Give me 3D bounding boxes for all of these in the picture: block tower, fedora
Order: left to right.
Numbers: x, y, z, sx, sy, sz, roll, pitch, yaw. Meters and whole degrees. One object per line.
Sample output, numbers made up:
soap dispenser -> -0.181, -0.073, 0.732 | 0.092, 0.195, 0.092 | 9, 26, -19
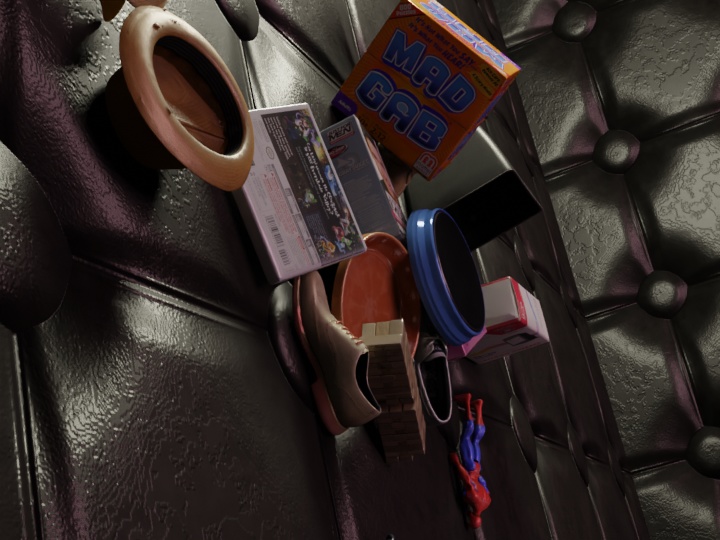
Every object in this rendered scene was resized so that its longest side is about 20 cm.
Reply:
fedora -> -0.184, -0.154, 1.035 | 0.201, 0.081, 0.202 | 46, 32, -40
block tower -> 0.042, 0.150, 1.333 | 0.058, 0.054, 0.201 | -85, 166, -52

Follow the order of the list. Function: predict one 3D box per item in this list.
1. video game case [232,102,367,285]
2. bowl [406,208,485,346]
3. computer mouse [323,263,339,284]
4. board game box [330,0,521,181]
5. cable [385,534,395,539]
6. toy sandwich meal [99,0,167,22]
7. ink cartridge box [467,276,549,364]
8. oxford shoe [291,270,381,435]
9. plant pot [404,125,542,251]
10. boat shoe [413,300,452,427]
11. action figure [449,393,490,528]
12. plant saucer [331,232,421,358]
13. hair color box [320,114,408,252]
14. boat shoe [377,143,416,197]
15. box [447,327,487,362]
video game case -> -0.084, -0.096, 1.258 | 0.181, 0.023, 0.201 | -20, 87, -54
bowl -> 0.125, 0.005, 1.518 | 0.201, 0.039, 0.202 | 52, 27, -41
computer mouse -> 0.000, 0.000, 1.453 | 0.201, 0.046, 0.141 | 63, 21, -20
board game box -> 0.109, -0.294, 1.702 | 0.199, 0.200, 0.200 | 39, 20, 3
cable -> 0.054, 0.408, 1.196 | 0.201, 0.050, 0.163 | 67, 19, -12
toy sandwich meal -> -0.256, -0.340, 1.046 | 0.205, 0.070, 0.207 | -17, 90, -75
ink cartridge box -> 0.230, 0.090, 1.858 | 0.200, 0.147, 0.086 | 32, 42, -60
oxford shoe -> -0.026, 0.086, 1.251 | 0.071, 0.073, 0.202 | 4, 67, -69
plant pot -> 0.184, -0.163, 1.933 | 0.200, 0.199, 0.178 | 37, 27, -58
boat shoe -> 0.096, 0.119, 1.503 | 0.070, 0.071, 0.203 | -6, 88, -33
action figure -> 0.168, 0.294, 1.635 | 0.065, 0.051, 0.201 | 36, 43, -51
plant saucer -> 0.018, 0.052, 1.395 | 0.200, 0.032, 0.202 | 7, 82, -57
hair color box -> 0.013, -0.110, 1.525 | 0.201, 0.060, 0.099 | 69, 11, 23
boat shoe -> 0.063, -0.178, 1.778 | 0.072, 0.065, 0.200 | 61, 21, -25
box -> 0.104, 0.033, 1.637 | 0.201, 0.096, 0.176 | 70, 19, -1
